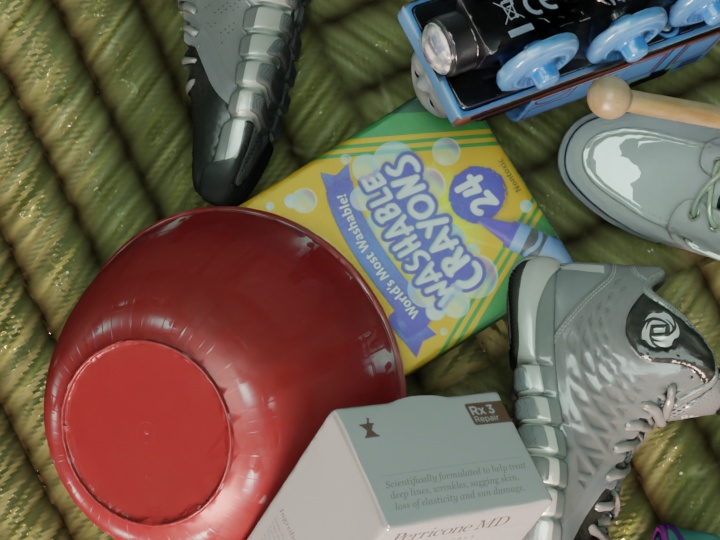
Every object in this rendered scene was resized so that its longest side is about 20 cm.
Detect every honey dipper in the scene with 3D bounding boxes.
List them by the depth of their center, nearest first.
[{"bbox_3d":[0.201,-0.079,1.240,0.200,0.038,0.038,8,86,-29],"label":"honey dipper"}]

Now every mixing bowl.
[{"bbox_3d":[-0.088,0.073,1.219,0.200,0.108,0.200,4,100,22],"label":"mixing bowl"}]

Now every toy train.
[{"bbox_3d":[0.112,-0.132,1.231,0.200,0.114,0.087,-22,76,-23],"label":"toy train"}]

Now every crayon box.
[{"bbox_3d":[0.000,0.000,1.283,0.200,0.052,0.126,-32,86,0],"label":"crayon box"}]

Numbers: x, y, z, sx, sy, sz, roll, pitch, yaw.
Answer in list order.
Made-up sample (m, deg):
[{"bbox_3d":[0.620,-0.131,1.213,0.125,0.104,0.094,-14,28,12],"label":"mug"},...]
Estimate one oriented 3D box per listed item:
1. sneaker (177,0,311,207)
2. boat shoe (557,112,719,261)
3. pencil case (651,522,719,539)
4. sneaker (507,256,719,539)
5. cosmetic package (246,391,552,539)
[{"bbox_3d":[-0.091,-0.136,1.289,0.115,0.075,0.200,12,74,8],"label":"sneaker"},{"bbox_3d":[0.204,-0.040,1.269,0.200,0.067,0.074,17,92,3],"label":"boat shoe"},{"bbox_3d":[0.242,0.195,1.243,0.200,0.092,0.085,14,87,3],"label":"pencil case"},{"bbox_3d":[0.135,0.090,1.197,0.115,0.075,0.200,-2,83,1],"label":"sneaker"},{"bbox_3d":[0.001,0.149,1.177,0.102,0.200,0.074,-5,55,-33],"label":"cosmetic package"}]
